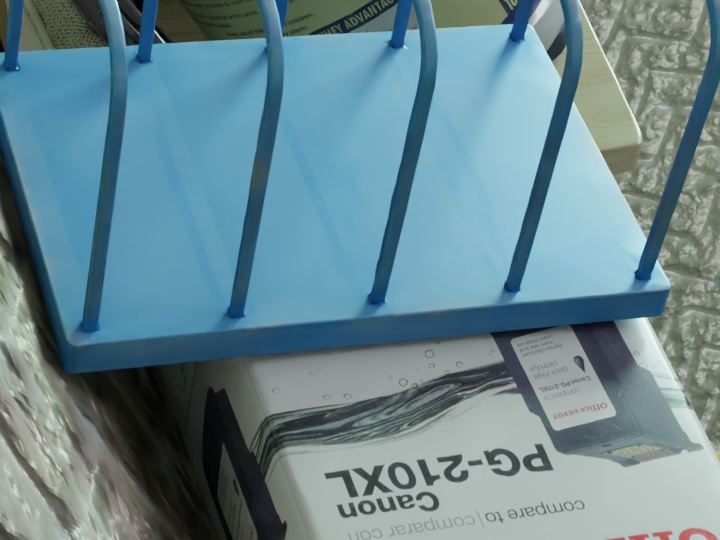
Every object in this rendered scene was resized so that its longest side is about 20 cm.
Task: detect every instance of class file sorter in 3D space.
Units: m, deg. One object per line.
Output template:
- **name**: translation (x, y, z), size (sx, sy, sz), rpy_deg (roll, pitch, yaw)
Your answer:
- **file sorter**: translation (-0.006, -0.067, 0.776), size (0.139, 0.199, 0.123), rpy_deg (-113, -155, -43)

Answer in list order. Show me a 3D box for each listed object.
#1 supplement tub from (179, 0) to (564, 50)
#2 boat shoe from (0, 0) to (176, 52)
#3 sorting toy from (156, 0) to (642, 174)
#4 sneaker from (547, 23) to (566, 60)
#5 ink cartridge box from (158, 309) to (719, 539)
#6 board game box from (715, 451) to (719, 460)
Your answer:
- **supplement tub**: translation (-0.020, -0.157, 0.991), size (0.200, 0.145, 0.145), rpy_deg (53, 10, -30)
- **boat shoe**: translation (-0.107, -0.116, 0.921), size (0.072, 0.065, 0.200), rpy_deg (48, 13, -51)
- **sorting toy**: translation (0.004, -0.091, 1.159), size (0.070, 0.199, 0.199), rpy_deg (94, -18, -51)
- **sneaker**: translation (0.014, -0.167, 1.115), size (0.200, 0.070, 0.082), rpy_deg (33, -40, 11)
- **ink cartridge box**: translation (0.027, 0.060, 0.802), size (0.085, 0.144, 0.200), rpy_deg (104, -27, -44)
- **board game box**: translation (0.156, 0.116, 1.135), size (0.040, 0.199, 0.153), rpy_deg (62, -20, 11)
